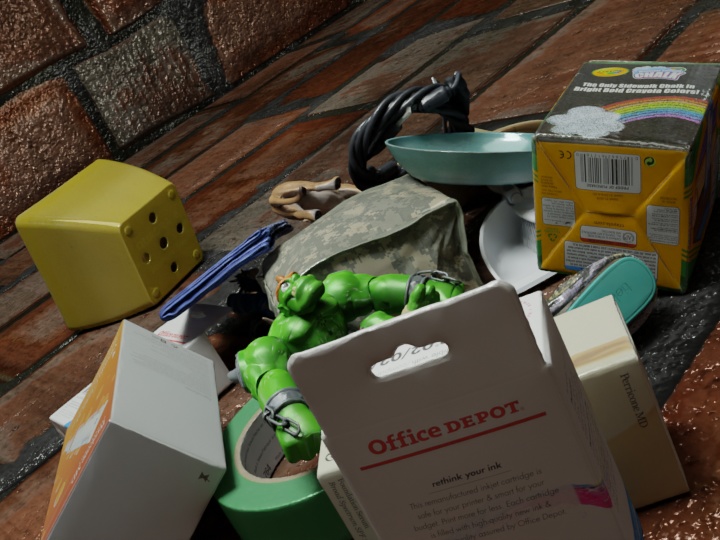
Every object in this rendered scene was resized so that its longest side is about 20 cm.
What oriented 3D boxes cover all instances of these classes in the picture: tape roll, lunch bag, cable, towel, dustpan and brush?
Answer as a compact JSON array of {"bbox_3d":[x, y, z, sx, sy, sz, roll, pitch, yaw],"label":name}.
[{"bbox_3d":[-0.025,0.131,0.681,0.197,0.049,0.201,-26,21,10],"label":"tape roll"},{"bbox_3d":[0.000,0.000,0.837,0.196,0.120,0.164,-22,18,-6],"label":"lunch bag"},{"bbox_3d":[0.059,-0.142,1.002,0.162,0.051,0.201,-34,-18,-8],"label":"cable"},{"bbox_3d":[-0.140,-0.002,0.944,0.144,0.024,0.200,-37,4,5],"label":"towel"},{"bbox_3d":[0.163,-0.059,0.852,0.138,0.058,0.200,-29,19,-1],"label":"dustpan and brush"}]

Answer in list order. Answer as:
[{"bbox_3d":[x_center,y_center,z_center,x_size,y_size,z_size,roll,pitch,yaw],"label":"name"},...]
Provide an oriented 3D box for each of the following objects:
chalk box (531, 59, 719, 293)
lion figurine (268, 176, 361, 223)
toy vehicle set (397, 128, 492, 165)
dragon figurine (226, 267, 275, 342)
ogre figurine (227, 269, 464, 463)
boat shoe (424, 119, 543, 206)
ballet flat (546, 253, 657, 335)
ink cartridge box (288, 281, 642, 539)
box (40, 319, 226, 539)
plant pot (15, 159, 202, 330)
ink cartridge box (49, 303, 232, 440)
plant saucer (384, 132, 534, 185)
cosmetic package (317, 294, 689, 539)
[{"bbox_3d":[0.232,-0.096,0.722,0.123,0.126,0.200,9,37,29],"label":"chalk box"},{"bbox_3d":[-0.060,-0.086,1.072,0.120,0.074,0.199,7,-5,32],"label":"lion figurine"},{"bbox_3d":[0.083,-0.130,1.161,0.198,0.027,0.124,-33,22,-10],"label":"toy vehicle set"},{"bbox_3d":[-0.112,0.045,0.969,0.098,0.060,0.201,-24,21,12],"label":"dragon figurine"},{"bbox_3d":[-0.018,0.057,0.652,0.118,0.099,0.202,15,61,37],"label":"ogre figurine"},{"bbox_3d":[0.142,-0.123,1.017,0.198,0.073,0.072,-29,18,21],"label":"boat shoe"},{"bbox_3d":[0.135,0.064,0.627,0.199,0.073,0.072,-36,22,-19],"label":"ballet flat"},{"bbox_3d":[0.059,0.092,0.427,0.113,0.203,0.068,-20,22,19],"label":"ink cartridge box"},{"bbox_3d":[-0.185,0.147,0.712,0.126,0.096,0.200,-60,19,9],"label":"box"},{"bbox_3d":[-0.362,-0.041,1.320,0.173,0.203,0.200,2,34,31],"label":"plant pot"},{"bbox_3d":[-0.215,0.122,0.910,0.200,0.069,0.114,-42,24,-29],"label":"ink cartridge box"},{"bbox_3d":[0.122,-0.114,0.870,0.195,0.037,0.200,0,14,0],"label":"plant saucer"},{"bbox_3d":[0.083,0.107,0.523,0.197,0.106,0.071,-24,22,15],"label":"cosmetic package"}]
